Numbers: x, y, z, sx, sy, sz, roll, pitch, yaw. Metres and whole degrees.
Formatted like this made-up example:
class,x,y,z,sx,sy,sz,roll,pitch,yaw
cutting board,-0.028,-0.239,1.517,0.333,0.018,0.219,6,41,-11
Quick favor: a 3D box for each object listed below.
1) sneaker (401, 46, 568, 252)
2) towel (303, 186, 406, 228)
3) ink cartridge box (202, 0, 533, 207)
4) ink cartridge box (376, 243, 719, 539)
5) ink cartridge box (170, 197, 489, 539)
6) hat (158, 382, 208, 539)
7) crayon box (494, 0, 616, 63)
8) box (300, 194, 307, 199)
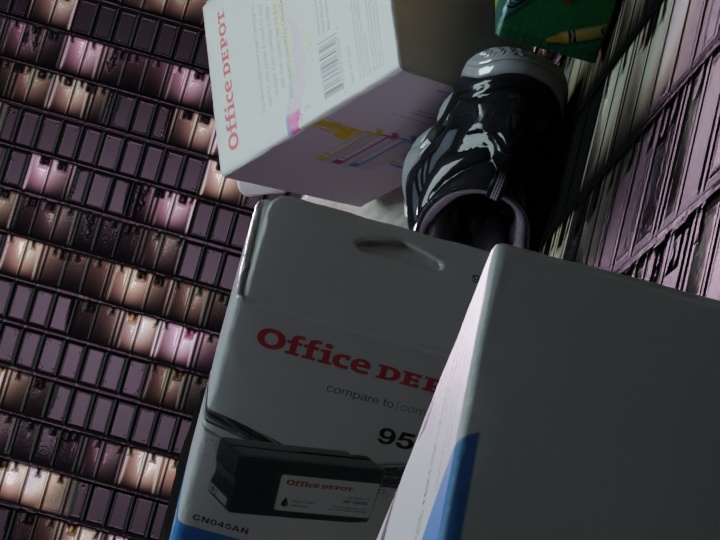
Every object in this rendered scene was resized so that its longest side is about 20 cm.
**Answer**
class,x,y,z,sx,sy,sz,roll,pitch,yaw
sneaker,0.059,-0.034,1.141,0.200,0.075,0.114,114,174,-58
towel,0.000,0.000,1.378,0.200,0.034,0.133,-38,66,41
ink cartridge box,-0.004,-0.133,1.269,0.200,0.125,0.129,-26,63,43
ink cartridge box,0.042,0.115,0.561,0.200,0.084,0.145,108,177,-50
ink cartridge box,-0.008,0.079,0.992,0.084,0.144,0.200,-80,6,-52
hat,-0.066,0.171,1.272,0.200,0.081,0.201,-177,90,-66
crayon box,0.118,-0.205,1.088,0.200,0.058,0.119,-80,6,-66
box,-0.025,0.005,1.677,0.200,0.086,0.164,115,171,-55
